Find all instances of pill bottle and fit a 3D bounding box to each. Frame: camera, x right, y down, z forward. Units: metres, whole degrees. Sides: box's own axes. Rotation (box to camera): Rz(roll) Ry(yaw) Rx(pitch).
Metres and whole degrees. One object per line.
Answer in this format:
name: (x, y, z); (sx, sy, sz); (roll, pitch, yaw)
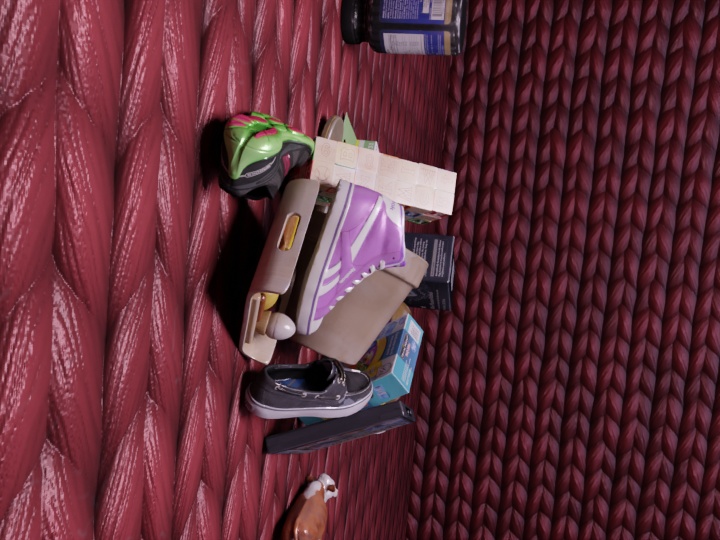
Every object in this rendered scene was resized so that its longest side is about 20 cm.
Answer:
pill bottle: (0.073, -0.419, 1.036); (0.112, 0.198, 0.113); (7, 90, -78)

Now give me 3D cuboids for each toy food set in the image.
toy food set: (-0.086, 0.008, 0.715); (0.200, 0.060, 0.145); (116, -11, -58)

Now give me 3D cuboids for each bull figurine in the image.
bull figurine: (-0.085, 0.416, 1.019); (0.200, 0.064, 0.123); (-6, 99, -77)

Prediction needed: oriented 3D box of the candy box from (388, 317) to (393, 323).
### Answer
candy box: (0.007, 0.100, 1.186); (0.056, 0.115, 0.202); (48, 48, -75)

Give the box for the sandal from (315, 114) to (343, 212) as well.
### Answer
sandal: (-0.038, -0.143, 0.997); (0.080, 0.053, 0.203); (-19, 115, -77)

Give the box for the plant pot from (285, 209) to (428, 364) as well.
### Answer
plant pot: (-0.025, 0.031, 0.884); (0.200, 0.198, 0.175); (37, 75, -76)

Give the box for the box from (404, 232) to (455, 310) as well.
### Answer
box: (0.119, 0.003, 1.462); (0.197, 0.198, 0.119); (67, 31, -66)

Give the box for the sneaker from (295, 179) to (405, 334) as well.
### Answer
sneaker: (-0.007, 0.002, 0.760); (0.073, 0.113, 0.202); (-97, -152, -67)

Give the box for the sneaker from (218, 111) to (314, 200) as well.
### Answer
sneaker: (-0.108, -0.122, 0.677); (0.084, 0.076, 0.200); (-64, 174, 16)

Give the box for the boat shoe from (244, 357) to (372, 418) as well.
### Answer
boat shoe: (-0.055, 0.144, 0.811); (0.067, 0.198, 0.070); (-61, -137, 27)

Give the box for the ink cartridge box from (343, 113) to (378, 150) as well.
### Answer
ink cartridge box: (-0.002, -0.180, 1.170); (0.200, 0.047, 0.147); (67, 32, -72)

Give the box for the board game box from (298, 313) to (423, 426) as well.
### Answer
board game box: (0.001, 0.169, 1.027); (0.047, 0.199, 0.151); (50, 30, -17)

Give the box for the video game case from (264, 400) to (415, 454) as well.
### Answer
video game case: (-0.022, 0.238, 0.934); (0.181, 0.198, 0.026); (58, 16, -71)

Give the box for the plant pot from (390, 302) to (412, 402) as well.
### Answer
plant pot: (0.076, 0.158, 1.198); (0.200, 0.027, 0.203); (6, 90, -78)

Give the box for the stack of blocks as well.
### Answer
stack of blocks: (0.013, -0.113, 0.833); (0.115, 0.198, 0.059); (171, -71, -69)
